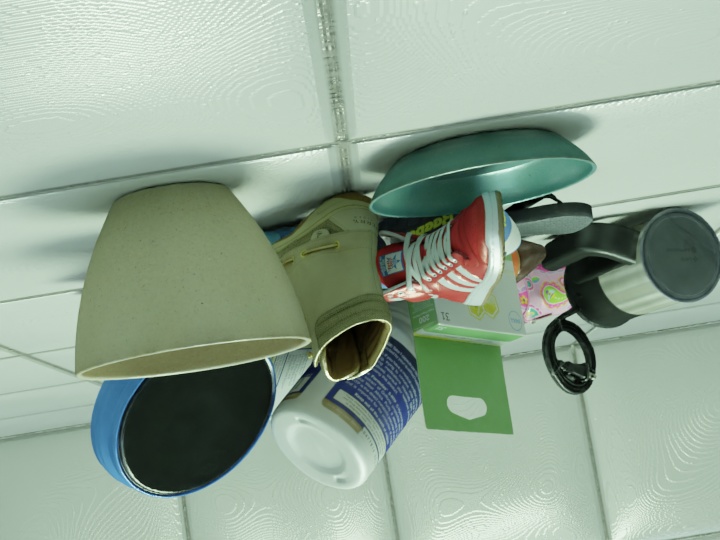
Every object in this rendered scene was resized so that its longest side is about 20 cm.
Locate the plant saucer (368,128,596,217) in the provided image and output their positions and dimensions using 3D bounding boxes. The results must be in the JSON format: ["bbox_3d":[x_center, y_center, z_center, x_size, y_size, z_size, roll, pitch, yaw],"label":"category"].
[{"bbox_3d":[0.103,-0.086,1.298,0.199,0.036,0.200,-9,171,-2],"label":"plant saucer"}]

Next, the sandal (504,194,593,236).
[{"bbox_3d":[0.151,-0.059,1.548,0.076,0.043,0.200,9,171,-43],"label":"sandal"}]

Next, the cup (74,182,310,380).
[{"bbox_3d":[-0.151,0.007,1.274,0.199,0.144,0.200,-9,171,-1],"label":"cup"}]

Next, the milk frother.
[{"bbox_3d":[0.324,0.042,1.845,0.180,0.201,0.188,-1,169,-22],"label":"milk frother"}]

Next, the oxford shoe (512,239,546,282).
[{"bbox_3d":[0.161,0.009,1.888,0.072,0.071,0.200,-10,173,-29],"label":"oxford shoe"}]

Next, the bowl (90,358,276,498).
[{"bbox_3d":[-0.170,0.137,1.483,0.200,0.201,0.039,-2,-153,-41],"label":"bowl"}]

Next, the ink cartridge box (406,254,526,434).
[{"bbox_3d":[0.115,0.068,1.589,0.145,0.201,0.048,9,153,-43],"label":"ink cartridge box"}]

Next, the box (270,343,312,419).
[{"bbox_3d":[-0.165,0.080,1.621,0.200,0.097,0.176,2,-155,-48],"label":"box"}]

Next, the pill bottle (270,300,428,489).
[{"bbox_3d":[0.006,0.121,1.583,0.120,0.120,0.200,-20,-156,51],"label":"pill bottle"}]

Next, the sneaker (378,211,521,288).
[{"bbox_3d":[0.075,-0.019,1.506,0.082,0.074,0.200,24,151,-36],"label":"sneaker"}]

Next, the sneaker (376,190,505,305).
[{"bbox_3d":[0.069,-0.017,1.360,0.112,0.072,0.200,3,158,-2],"label":"sneaker"}]

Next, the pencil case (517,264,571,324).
[{"bbox_3d":[0.290,0.027,2.096,0.199,0.088,0.087,-6,171,-26],"label":"pencil case"}]

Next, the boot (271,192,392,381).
[{"bbox_3d":[-0.044,0.041,1.409,0.073,0.156,0.200,19,135,-35],"label":"boot"}]

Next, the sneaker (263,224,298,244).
[{"bbox_3d":[-0.040,0.011,1.557,0.090,0.079,0.200,-21,153,11],"label":"sneaker"}]
